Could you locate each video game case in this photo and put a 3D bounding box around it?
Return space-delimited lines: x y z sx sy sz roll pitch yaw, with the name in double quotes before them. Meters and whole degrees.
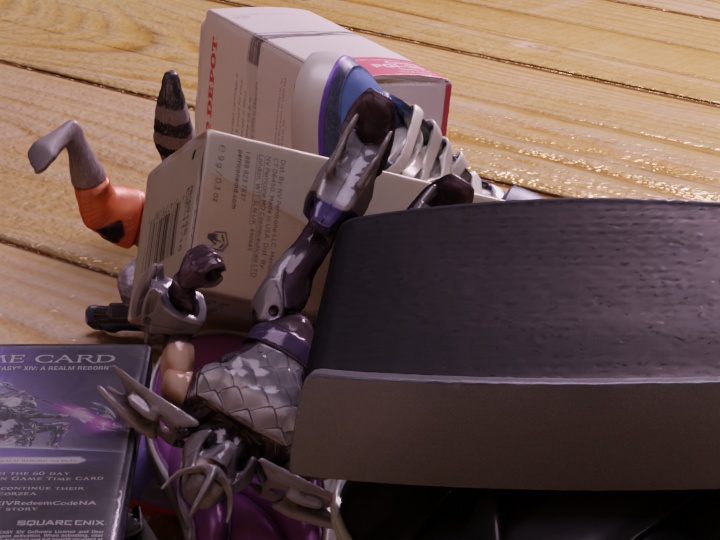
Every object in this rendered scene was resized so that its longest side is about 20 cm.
"video game case" -0.162 0.081 0.782 0.143 0.019 0.200 0 24 -1

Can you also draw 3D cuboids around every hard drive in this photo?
"hard drive" 0.079 0.022 0.698 0.200 0.042 0.135 0 35 9

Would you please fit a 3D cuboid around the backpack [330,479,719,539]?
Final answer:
"backpack" 0.093 0.111 0.726 0.200 0.151 0.177 -20 31 -31

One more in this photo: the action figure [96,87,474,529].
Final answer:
"action figure" -0.026 0.023 0.816 0.130 0.069 0.200 36 56 -7

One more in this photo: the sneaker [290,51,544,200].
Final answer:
"sneaker" 0.058 -0.039 1.062 0.146 0.200 0.081 3 48 26

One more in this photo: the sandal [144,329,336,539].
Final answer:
"sandal" -0.048 0.085 0.835 0.082 0.050 0.203 -13 42 -6

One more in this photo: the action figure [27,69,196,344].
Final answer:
"action figure" -0.065 -0.019 1.070 0.200 0.105 0.193 2 -21 15

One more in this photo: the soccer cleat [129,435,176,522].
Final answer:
"soccer cleat" -0.027 0.077 0.916 0.200 0.077 0.067 2 19 -7

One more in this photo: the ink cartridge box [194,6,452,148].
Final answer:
"ink cartridge box" -0.031 -0.078 1.253 0.083 0.147 0.200 -4 21 -27

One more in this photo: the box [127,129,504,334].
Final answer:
"box" 0.000 0.000 0.938 0.200 0.078 0.095 12 -16 -20

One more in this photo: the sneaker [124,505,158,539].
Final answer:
"sneaker" -0.122 0.113 0.817 0.090 0.067 0.200 8 23 1
